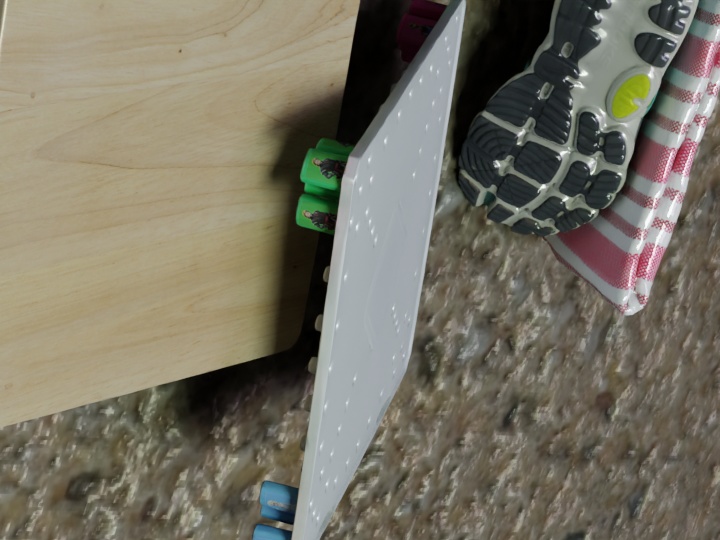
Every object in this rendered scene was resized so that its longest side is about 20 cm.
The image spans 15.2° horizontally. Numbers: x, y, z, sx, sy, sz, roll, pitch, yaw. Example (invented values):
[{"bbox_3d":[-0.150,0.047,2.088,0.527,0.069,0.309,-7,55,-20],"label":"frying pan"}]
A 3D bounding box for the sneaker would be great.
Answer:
[{"bbox_3d":[0.114,-0.094,1.294,0.200,0.077,0.080,-57,179,39],"label":"sneaker"}]

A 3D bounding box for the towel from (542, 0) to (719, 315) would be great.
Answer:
[{"bbox_3d":[0.146,-0.086,1.328,0.030,0.146,0.201,16,102,-14],"label":"towel"}]

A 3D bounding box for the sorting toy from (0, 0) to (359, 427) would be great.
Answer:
[{"bbox_3d":[-0.100,-0.054,1.088,0.200,0.069,0.200,-14,121,-48],"label":"sorting toy"}]

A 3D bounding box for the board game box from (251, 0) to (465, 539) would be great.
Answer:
[{"bbox_3d":[0.000,0.000,1.201,0.200,0.026,0.201,-59,160,-60],"label":"board game box"}]
